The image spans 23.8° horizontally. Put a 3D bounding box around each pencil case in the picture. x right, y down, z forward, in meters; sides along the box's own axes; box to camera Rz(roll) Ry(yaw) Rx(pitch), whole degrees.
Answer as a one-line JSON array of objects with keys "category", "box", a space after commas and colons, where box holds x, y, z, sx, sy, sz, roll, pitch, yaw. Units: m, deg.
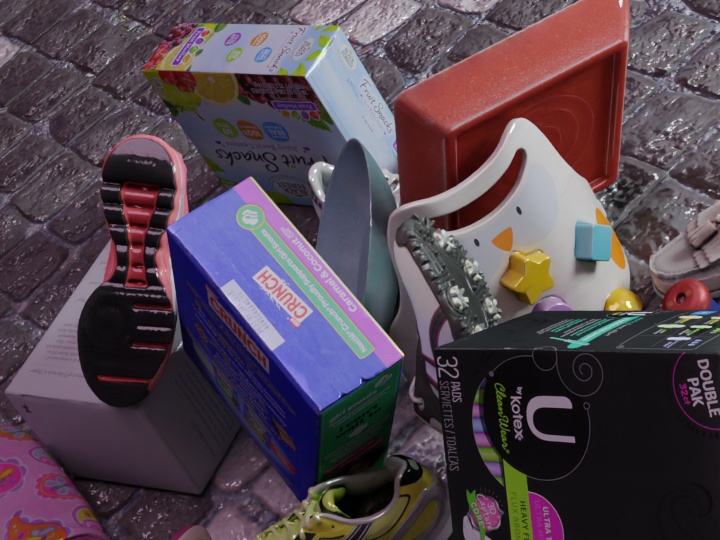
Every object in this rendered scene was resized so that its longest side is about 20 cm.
[{"category": "pencil case", "box": [-0.257, 0.195, 1.333, 0.087, 0.088, 0.200, -40, 38, -12]}]

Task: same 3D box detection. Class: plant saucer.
[{"category": "plant saucer", "box": [0.000, 0.000, 1.322, 0.038, 0.202, 0.202, 5, 37, -13]}, {"category": "plant saucer", "box": [0.121, -0.092, 1.258, 0.199, 0.200, 0.037, -29, 56, -16]}]

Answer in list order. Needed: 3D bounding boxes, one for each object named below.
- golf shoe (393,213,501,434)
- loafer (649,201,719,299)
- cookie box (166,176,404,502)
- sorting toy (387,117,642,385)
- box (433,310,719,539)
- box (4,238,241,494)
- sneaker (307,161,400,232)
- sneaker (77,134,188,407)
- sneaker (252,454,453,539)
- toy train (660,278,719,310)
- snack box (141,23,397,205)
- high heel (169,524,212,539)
[{"category": "golf shoe", "box": [0.062, 0.061, 1.170, 0.088, 0.201, 0.077, -23, 12, 24]}, {"category": "loafer", "box": [0.296, -0.042, 1.230, 0.198, 0.063, 0.072, -22, 39, 12]}, {"category": "cookie box", "box": [-0.053, 0.057, 1.193, 0.075, 0.200, 0.171, -34, 70, -17]}, {"category": "sorting toy", "box": [0.101, -0.011, 1.233, 0.199, 0.181, 0.107, -37, 37, -7]}, {"category": "box", "box": [0.163, 0.106, 1.036, 0.199, 0.150, 0.124, -1, 10, 38]}, {"category": "box", "box": [-0.162, 0.065, 1.390, 0.151, 0.107, 0.201, 3, 48, 36]}, {"category": "sneaker", "box": [0.038, -0.040, 1.392, 0.199, 0.081, 0.077, 11, 51, 38]}, {"category": "sneaker", "box": [-0.155, 0.002, 1.273, 0.073, 0.202, 0.087, 10, 5, 12]}, {"category": "sneaker", "box": [-0.031, 0.184, 1.191, 0.199, 0.077, 0.076, -28, 39, 6]}, {"category": "toy train", "box": [0.222, 0.110, 1.109, 0.115, 0.085, 0.201, -38, 42, 17]}, {"category": "snack box", "box": [-0.068, -0.134, 1.499, 0.199, 0.169, 0.068, 9, 55, 40]}, {"category": "high heel", "box": [-0.165, 0.269, 1.211, 0.095, 0.067, 0.201, -20, 39, 35]}]
